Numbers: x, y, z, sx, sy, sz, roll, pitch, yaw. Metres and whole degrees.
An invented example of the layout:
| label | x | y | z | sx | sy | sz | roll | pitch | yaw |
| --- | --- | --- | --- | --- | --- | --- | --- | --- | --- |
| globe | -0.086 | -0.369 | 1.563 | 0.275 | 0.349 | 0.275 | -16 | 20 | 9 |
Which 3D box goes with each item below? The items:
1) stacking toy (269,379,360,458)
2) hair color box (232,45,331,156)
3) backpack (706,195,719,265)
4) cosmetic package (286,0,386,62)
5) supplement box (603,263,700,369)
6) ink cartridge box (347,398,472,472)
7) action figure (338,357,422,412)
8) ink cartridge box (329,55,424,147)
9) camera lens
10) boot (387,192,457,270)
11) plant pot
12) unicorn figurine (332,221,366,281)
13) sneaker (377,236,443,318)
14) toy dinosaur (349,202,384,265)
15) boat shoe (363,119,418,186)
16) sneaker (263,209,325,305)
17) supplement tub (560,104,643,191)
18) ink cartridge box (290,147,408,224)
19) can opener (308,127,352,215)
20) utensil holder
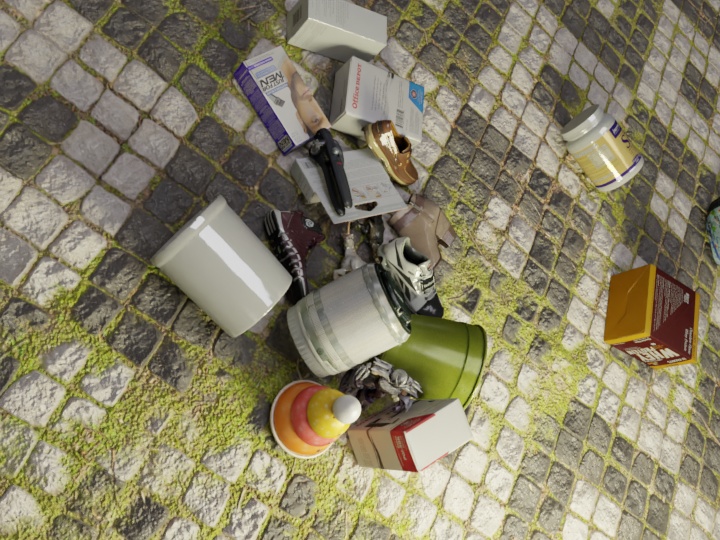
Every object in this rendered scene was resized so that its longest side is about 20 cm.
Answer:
| label | x | y | z | sx | sy | sz | roll | pitch | yaw |
| --- | --- | --- | --- | --- | --- | --- | --- | --- | --- |
| stacking toy | -0.064 | 0.261 | 1.314 | 0.145 | 0.200 | 0.147 | 9 | 71 | -29 |
| hair color box | -0.162 | -0.354 | 1.519 | 0.109 | 0.065 | 0.201 | -36 | 98 | -35 |
| backpack | 1.136 | -0.105 | 2.216 | 0.162 | 0.154 | 0.201 | 13 | 48 | -31 |
| cosmetic package | -0.051 | -0.532 | 1.612 | 0.199 | 0.113 | 0.082 | 9 | 71 | -31 |
| supplement box | 0.765 | 0.125 | 1.910 | 0.199 | 0.133 | 0.198 | 26 | 63 | -23 |
| ink cartridge box | 0.089 | 0.311 | 1.391 | 0.146 | 0.200 | 0.083 | -23 | 93 | -35 |
| action figure | 0.035 | 0.222 | 1.387 | 0.130 | 0.200 | 0.069 | 44 | 59 | -11 |
| ink cartridge box | 0.038 | -0.367 | 1.634 | 0.199 | 0.084 | 0.147 | 16 | 68 | -26 |
| camera lens | -0.016 | 0.091 | 1.356 | 0.199 | 0.160 | 0.161 | -27 | 91 | 9 |
| boot | 0.121 | -0.069 | 1.616 | 0.146 | 0.070 | 0.200 | 39 | 63 | -6 |
| plant pot | 0.124 | 0.173 | 1.480 | 0.192 | 0.200 | 0.201 | 21 | 65 | -11 |
| unicorn figurine | 0.000 | 0.000 | 1.492 | 0.200 | 0.074 | 0.137 | 50 | 23 | -9 |
| sneaker | 0.121 | 0.018 | 1.514 | 0.200 | 0.088 | 0.074 | 53 | 46 | -8 |
| toy dinosaur | 0.022 | -0.107 | 1.574 | 0.088 | 0.047 | 0.201 | 21 | 63 | -30 |
| boat shoe | 0.082 | -0.256 | 1.599 | 0.200 | 0.067 | 0.072 | 44 | 34 | -46 |
| sneaker | -0.109 | -0.033 | 1.452 | 0.115 | 0.076 | 0.201 | -12 | 82 | -37 |
| supplement tub | 0.647 | -0.329 | 1.964 | 0.200 | 0.145 | 0.145 | 49 | 57 | -11 |
| ink cartridge box | -0.022 | -0.170 | 1.530 | 0.199 | 0.044 | 0.174 | -15 | 64 | -34 |
| can opener | -0.052 | -0.203 | 1.468 | 0.078 | 0.063 | 0.201 | 0 | 55 | -27 |
| utensil holder | -0.244 | -0.006 | 1.305 | 0.200 | 0.170 | 0.170 | 47 | 57 | -14 |
